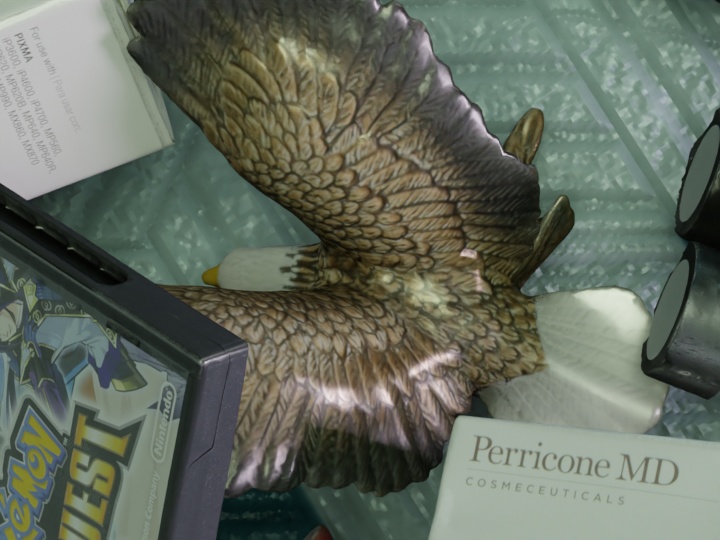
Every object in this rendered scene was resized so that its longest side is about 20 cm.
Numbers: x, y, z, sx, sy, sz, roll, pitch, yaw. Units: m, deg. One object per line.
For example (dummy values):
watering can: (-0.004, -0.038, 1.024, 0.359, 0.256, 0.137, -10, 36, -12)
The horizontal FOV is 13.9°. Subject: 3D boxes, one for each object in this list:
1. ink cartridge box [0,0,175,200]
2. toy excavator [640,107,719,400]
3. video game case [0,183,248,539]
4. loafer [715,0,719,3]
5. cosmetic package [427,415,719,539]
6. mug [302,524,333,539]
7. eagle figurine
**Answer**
ink cartridge box: (-0.178, -0.080, 1.017, 0.199, 0.085, 0.146, -22, 46, 1)
toy excavator: (0.183, -0.063, 0.956, 0.099, 0.200, 0.195, 21, 49, -6)
video game case: (-0.119, 0.072, 0.932, 0.180, 0.025, 0.201, 31, 123, 34)
loafer: (0.106, -0.134, 1.055, 0.070, 0.068, 0.201, -40, 80, 7)
cosmetic package: (0.063, 0.151, 0.899, 0.101, 0.074, 0.201, 4, 72, 22)
mug: (0.010, 0.211, 1.015, 0.200, 0.178, 0.134, 40, 51, 1)
eagle figurine: (-0.006, 0.002, 0.985, 0.151, 0.200, 0.152, -29, 62, 22)
